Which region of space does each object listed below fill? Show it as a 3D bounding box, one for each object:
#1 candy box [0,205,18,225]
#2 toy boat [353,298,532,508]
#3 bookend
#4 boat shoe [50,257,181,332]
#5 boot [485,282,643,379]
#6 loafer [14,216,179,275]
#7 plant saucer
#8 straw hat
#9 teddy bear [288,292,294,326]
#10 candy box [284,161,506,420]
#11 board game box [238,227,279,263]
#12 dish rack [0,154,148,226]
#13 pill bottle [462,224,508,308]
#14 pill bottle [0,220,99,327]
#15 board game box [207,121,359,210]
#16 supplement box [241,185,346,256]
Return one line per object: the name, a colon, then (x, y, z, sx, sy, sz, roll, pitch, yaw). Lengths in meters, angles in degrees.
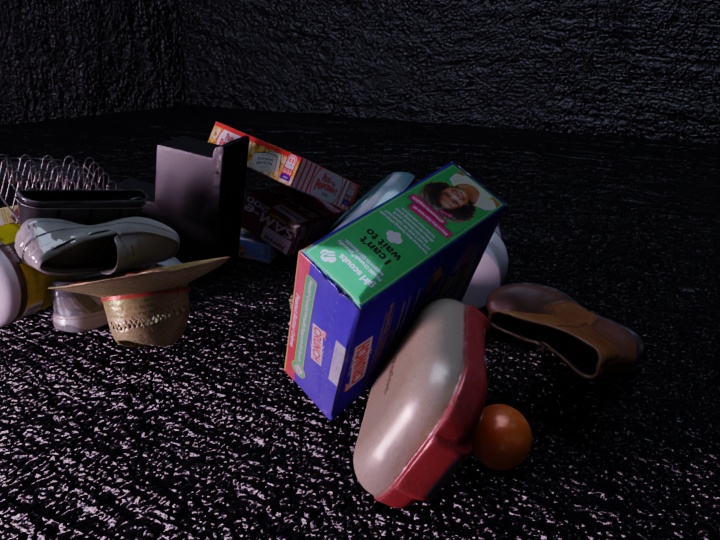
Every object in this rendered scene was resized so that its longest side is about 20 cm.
candy box: (-0.549, -0.071, 1.005, 0.115, 0.056, 0.199, -9, 7, 44)
toy boat: (0.080, 0.114, 0.511, 0.130, 0.131, 0.200, 32, 22, -2)
bookend: (-0.277, -0.110, 0.911, 0.197, 0.201, 0.092, 13, 23, 8)
boat shoe: (-0.303, 0.016, 0.806, 0.074, 0.066, 0.201, 12, 23, 29)
boot: (0.176, 0.060, 0.636, 0.187, 0.069, 0.199, 32, 16, 34)
loafer: (-0.299, -0.023, 0.745, 0.199, 0.070, 0.070, -7, 41, -49)
plant saucer: (0.001, -0.090, 0.977, 0.200, 0.027, 0.200, -42, 7, 7)
straw hat: (-0.235, 0.042, 0.693, 0.198, 0.086, 0.201, -10, 4, 1)
teddy bear: (0.013, 0.046, 0.720, 0.197, 0.068, 0.145, 7, 27, 8)
candy box: (0.028, 0.018, 0.582, 0.077, 0.170, 0.199, 39, 51, 21)
board game box: (-0.223, -0.071, 1.052, 0.197, 0.037, 0.151, 13, 21, 5)
dish rack: (-0.384, -0.110, 0.797, 0.152, 0.055, 0.199, -6, 35, -47)
pill bottle: (0.144, -0.022, 0.858, 0.110, 0.113, 0.200, 3, 20, 7)
pill bottle: (-0.398, -0.013, 0.783, 0.108, 0.111, 0.200, 7, 20, 17)
board game box: (-0.122, -0.162, 0.980, 0.199, 0.047, 0.151, 27, 6, 33)
supplement box: (-0.103, -0.091, 1.037, 0.108, 0.061, 0.200, 31, 23, 14)
